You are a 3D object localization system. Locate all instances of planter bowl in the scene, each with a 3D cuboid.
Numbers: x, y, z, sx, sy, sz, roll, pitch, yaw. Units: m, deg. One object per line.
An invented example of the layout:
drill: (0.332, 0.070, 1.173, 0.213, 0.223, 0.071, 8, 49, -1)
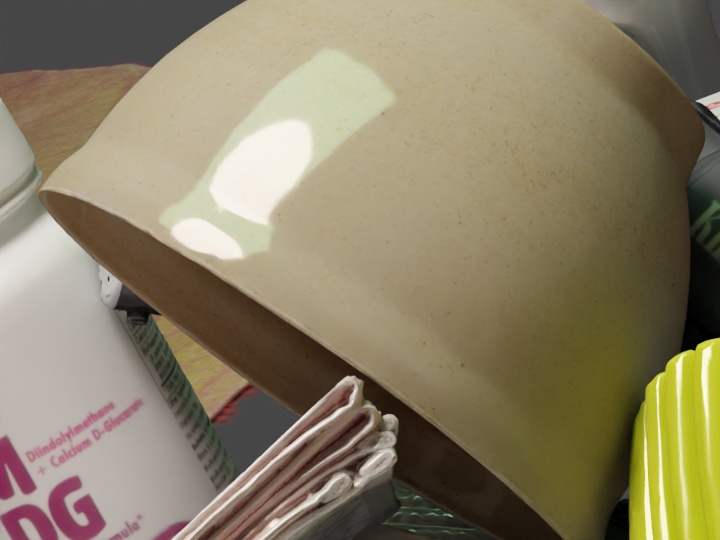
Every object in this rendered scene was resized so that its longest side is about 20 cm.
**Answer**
planter bowl: (0.022, -0.019, 0.881, 0.135, 0.200, 0.200, -55, 25, -8)

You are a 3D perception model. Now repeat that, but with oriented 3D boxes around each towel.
towel: (-0.062, 0.114, 0.844, 0.191, 0.032, 0.200, -43, -7, -6)

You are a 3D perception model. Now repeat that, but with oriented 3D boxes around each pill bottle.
pill bottle: (-0.120, 0.048, 1.014, 0.113, 0.201, 0.113, -27, 13, 7)

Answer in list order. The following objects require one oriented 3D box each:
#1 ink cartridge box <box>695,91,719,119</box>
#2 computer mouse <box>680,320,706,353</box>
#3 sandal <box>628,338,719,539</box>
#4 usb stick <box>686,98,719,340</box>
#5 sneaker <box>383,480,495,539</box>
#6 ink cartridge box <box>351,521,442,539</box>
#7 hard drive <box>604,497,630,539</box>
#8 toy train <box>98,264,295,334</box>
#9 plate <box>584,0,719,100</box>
ink cartridge box: (0.166, -0.009, 1.095, 0.145, 0.084, 0.200, -20, 18, -1)
computer mouse: (0.129, -0.032, 0.990, 0.058, 0.034, 0.200, 1, 52, 42)
sandal: (0.148, 0.052, 0.765, 0.087, 0.080, 0.200, 11, -15, -34)
usb stick: (0.126, 0.002, 0.900, 0.055, 0.033, 0.200, -38, 36, -1)
sneaker: (0.026, 0.068, 1.048, 0.078, 0.080, 0.200, -22, 42, 0)
ink cartridge box: (0.009, 0.136, 0.786, 0.200, 0.068, 0.115, -41, 25, -24)
hard drive: (0.154, 0.084, 0.904, 0.199, 0.038, 0.140, -24, 17, -17)
toy train: (0.000, 0.000, 0.996, 0.199, 0.057, 0.042, 7, -10, -16)
plate: (0.066, -0.064, 1.276, 0.199, 0.200, 0.032, -17, 57, 9)
